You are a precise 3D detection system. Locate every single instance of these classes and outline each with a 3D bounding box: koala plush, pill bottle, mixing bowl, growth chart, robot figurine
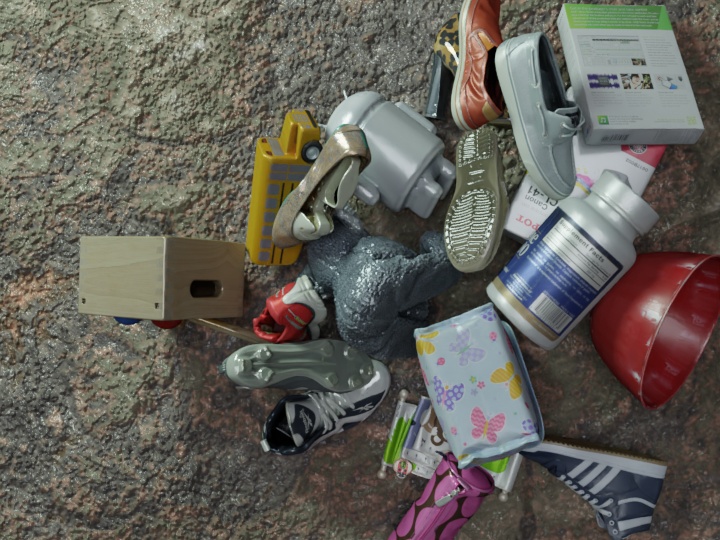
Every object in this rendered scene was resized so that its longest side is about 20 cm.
[{"bbox_3d":[0.000,0.000,1.049,0.199,0.182,0.180,40,118,33],"label":"koala plush"},{"bbox_3d":[0.252,-0.014,0.945,0.111,0.111,0.201,42,103,7],"label":"pill bottle"},{"bbox_3d":[0.355,0.056,0.990,0.108,0.199,0.203,29,94,39],"label":"mixing bowl"},{"bbox_3d":[0.131,0.232,1.092,0.196,0.018,0.148,11,90,8],"label":"growth chart"},{"bbox_3d":[0.033,-0.158,1.063,0.199,0.113,0.170,38,57,7],"label":"robot figurine"}]

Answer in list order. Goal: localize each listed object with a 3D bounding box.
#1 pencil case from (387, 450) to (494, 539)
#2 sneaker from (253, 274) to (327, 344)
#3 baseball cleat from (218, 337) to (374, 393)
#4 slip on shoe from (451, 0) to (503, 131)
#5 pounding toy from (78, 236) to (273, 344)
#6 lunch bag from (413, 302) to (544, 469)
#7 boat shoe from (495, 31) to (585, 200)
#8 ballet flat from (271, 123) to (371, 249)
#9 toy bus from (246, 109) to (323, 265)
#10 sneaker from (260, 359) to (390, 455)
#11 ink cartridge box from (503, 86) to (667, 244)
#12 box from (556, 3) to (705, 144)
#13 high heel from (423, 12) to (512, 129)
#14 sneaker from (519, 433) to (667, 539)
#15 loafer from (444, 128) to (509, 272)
[{"bbox_3d":[0.090,0.335,1.045,0.090,0.094,0.202,30,102,3],"label":"pencil case"},{"bbox_3d":[-0.101,0.064,1.042,0.084,0.201,0.078,-24,73,-17],"label":"sneaker"},{"bbox_3d":[-0.084,0.121,1.029,0.197,0.106,0.071,9,78,-27],"label":"baseball cleat"},{"bbox_3d":[0.157,-0.268,0.985,0.060,0.074,0.204,-6,67,38],"label":"slip on shoe"},{"bbox_3d":[-0.239,0.031,1.074,0.181,0.199,0.145,2,89,31],"label":"pounding toy"},{"bbox_3d":[0.149,0.147,0.986,0.125,0.200,0.172,-19,72,3],"label":"lunch bag"},{"bbox_3d":[0.223,-0.181,0.945,0.071,0.070,0.204,-9,109,47],"label":"boat shoe"},{"bbox_3d":[-0.049,-0.087,0.994,0.201,0.067,0.068,-57,48,30],"label":"ballet flat"},{"bbox_3d":[-0.102,-0.109,1.061,0.077,0.065,0.203,0,123,-18],"label":"toy bus"},{"bbox_3d":[-0.052,0.188,1.063,0.196,0.130,0.081,-24,86,7],"label":"sneaker"},{"bbox_3d":[0.287,-0.111,1.039,0.146,0.086,0.203,27,92,8],"label":"ink cartridge box"},{"bbox_3d":[0.334,-0.248,1.002,0.141,0.036,0.204,-1,64,-6],"label":"box"},{"bbox_3d":[0.175,-0.262,1.041,0.197,0.071,0.145,14,97,34],"label":"high heel"},{"bbox_3d":[0.291,0.280,1.037,0.196,0.070,0.111,11,89,4],"label":"sneaker"},{"bbox_3d":[0.155,-0.083,1.008,0.075,0.068,0.203,-6,60,32],"label":"loafer"}]
